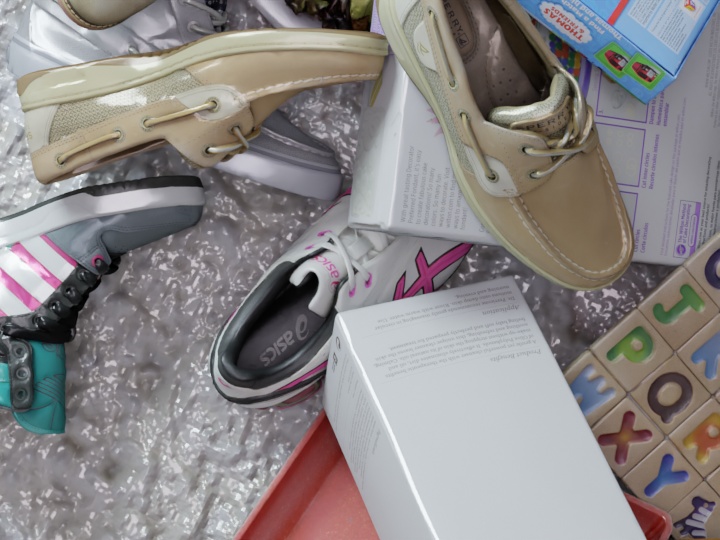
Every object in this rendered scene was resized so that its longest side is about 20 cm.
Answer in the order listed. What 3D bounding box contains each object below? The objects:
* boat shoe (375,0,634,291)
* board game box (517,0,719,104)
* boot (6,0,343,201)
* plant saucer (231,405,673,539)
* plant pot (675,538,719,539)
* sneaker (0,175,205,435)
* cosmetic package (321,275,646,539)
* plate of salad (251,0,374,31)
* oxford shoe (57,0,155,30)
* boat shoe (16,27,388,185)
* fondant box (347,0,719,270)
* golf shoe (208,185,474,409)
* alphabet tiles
[{"bbox_3d":[0.081,-0.073,1.202,0.072,0.065,0.200,-37,106,-17],"label":"boat shoe"},{"bbox_3d":[0.106,-0.202,1.247,0.200,0.037,0.151,38,56,-7],"label":"board game box"},{"bbox_3d":[-0.089,-0.115,1.311,0.200,0.074,0.096,24,98,3],"label":"boot"},{"bbox_3d":[0.036,0.167,1.268,0.199,0.037,0.200,24,51,14],"label":"plant saucer"},{"bbox_3d":[0.240,0.217,1.253,0.183,0.200,0.200,10,90,16],"label":"plant pot"},{"bbox_3d":[-0.167,0.027,1.309,0.200,0.084,0.121,-18,84,10],"label":"sneaker"},{"bbox_3d":[0.063,0.109,1.239,0.107,0.085,0.200,-11,54,-16],"label":"cosmetic package"},{"bbox_3d":[0.019,-0.209,1.315,0.200,0.048,0.200,0,90,1],"label":"plate of salad"},{"bbox_3d":[-0.080,-0.203,1.250,0.071,0.074,0.200,42,88,-28],"label":"oxford shoe"},{"bbox_3d":[-0.078,-0.085,1.249,0.200,0.071,0.065,-9,89,18],"label":"boat shoe"},{"bbox_3d":[0.101,-0.082,1.277,0.200,0.058,0.145,7,90,-24],"label":"fondant box"},{"bbox_3d":[0.000,0.000,1.301,0.073,0.092,0.200,43,90,6],"label":"golf shoe"},{"bbox_3d":[0.222,0.079,1.306,0.167,0.008,0.200,-42,106,2],"label":"alphabet tiles"}]
